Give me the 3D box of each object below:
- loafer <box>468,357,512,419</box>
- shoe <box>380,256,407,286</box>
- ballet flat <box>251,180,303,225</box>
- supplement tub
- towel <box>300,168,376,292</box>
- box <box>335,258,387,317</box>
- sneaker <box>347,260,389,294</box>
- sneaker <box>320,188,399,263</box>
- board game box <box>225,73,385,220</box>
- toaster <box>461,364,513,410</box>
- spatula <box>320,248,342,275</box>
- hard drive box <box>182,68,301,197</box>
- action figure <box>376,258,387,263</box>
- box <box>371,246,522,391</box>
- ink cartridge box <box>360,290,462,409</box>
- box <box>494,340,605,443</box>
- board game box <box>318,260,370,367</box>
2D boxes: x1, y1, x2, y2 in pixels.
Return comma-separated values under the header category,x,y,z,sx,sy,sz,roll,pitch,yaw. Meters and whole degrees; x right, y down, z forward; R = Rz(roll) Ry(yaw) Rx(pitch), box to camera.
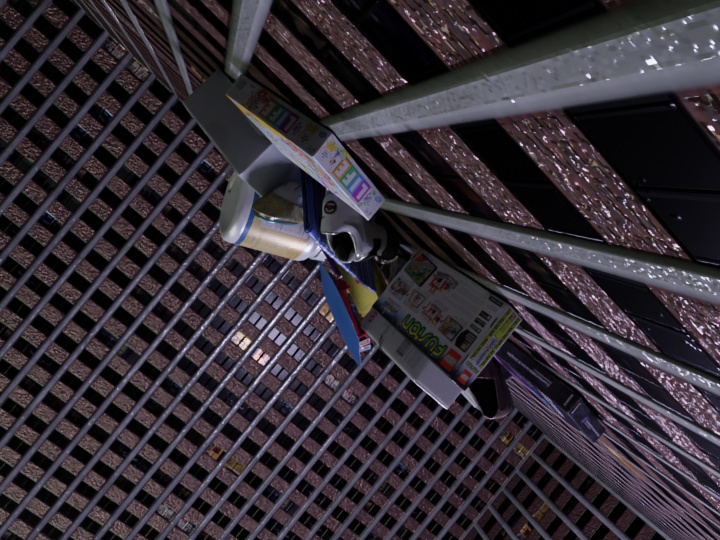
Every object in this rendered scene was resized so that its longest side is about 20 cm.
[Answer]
category,x,y,z,sx,sy,sz,roll,pitch,yaw
loafer,0.207,0.168,1.115,0.203,0.072,0.071,62,-157,3
shoe,0.069,0.012,1.197,0.053,0.071,0.200,32,-179,-4
ballet flat,-0.098,-0.104,0.986,0.070,0.071,0.199,40,-165,21
supplement tub,-0.148,-0.102,1.184,0.196,0.148,0.144,15,-169,-26
towel,-0.030,-0.070,1.002,0.200,0.023,0.147,42,-146,-47
box,0.000,0.000,1.126,0.076,0.049,0.203,-65,-45,-63
sneaker,0.052,0.030,1.316,0.197,0.080,0.077,0,-150,-44
sneaker,-0.007,-0.044,0.944,0.073,0.090,0.200,7,161,32
board game box,-0.068,-0.151,0.775,0.199,0.034,0.134,41,178,40
toaster,0.233,0.189,1.259,0.129,0.114,0.200,44,-171,17
spatula,-0.066,-0.088,1.123,0.056,0.020,0.205,-7,-98,-71
hard drive box,-0.165,-0.188,0.993,0.157,0.077,0.200,51,-178,18
action figure,-0.005,-0.048,1.505,0.199,0.070,0.130,38,169,2
box,0.101,0.053,0.813,0.035,0.111,0.200,40,180,-35
ink cartridge box,0.103,0.085,0.955,0.084,0.145,0.200,41,179,-29
box,0.294,0.185,1.039,0.143,0.036,0.199,43,177,-43
board game box,-0.019,0.068,1.090,0.201,0.038,0.160,88,157,-62
